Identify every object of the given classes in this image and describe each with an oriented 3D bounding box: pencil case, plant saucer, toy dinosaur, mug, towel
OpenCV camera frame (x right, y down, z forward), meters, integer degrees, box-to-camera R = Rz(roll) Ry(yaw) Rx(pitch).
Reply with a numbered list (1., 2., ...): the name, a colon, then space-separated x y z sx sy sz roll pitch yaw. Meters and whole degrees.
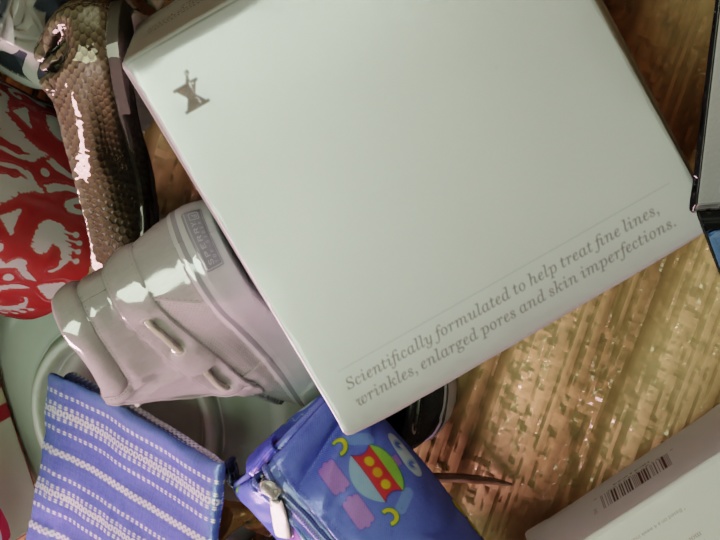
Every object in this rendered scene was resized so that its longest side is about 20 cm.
1. pencil case: 0.022 0.146 1.372 0.200 0.087 0.078 50 128 8
2. plant saucer: -0.116 0.071 1.499 0.199 0.050 0.201 8 112 19
3. toy dinosaur: -0.032 0.136 1.480 0.200 0.106 0.061 -36 71 33
4. mug: -0.227 -0.073 1.405 0.133 0.199 0.179 -19 61 41
5. towel: -0.130 0.166 1.445 0.144 0.024 0.201 25 110 45

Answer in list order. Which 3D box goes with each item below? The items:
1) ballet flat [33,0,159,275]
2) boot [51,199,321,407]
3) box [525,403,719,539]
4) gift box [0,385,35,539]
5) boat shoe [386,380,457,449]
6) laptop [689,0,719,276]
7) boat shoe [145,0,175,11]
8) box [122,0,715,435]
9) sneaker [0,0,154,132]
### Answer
1. ballet flat: -0.126 -0.044 1.374 0.046 0.068 0.201 -1 130 3
2. boot: -0.082 0.032 1.377 0.095 0.200 0.074 -26 63 6
3. box: 0.184 0.184 1.371 0.124 0.097 0.201 -32 95 4
4. gift box: -0.290 0.106 1.482 0.186 0.200 0.186 -10 108 37
5. boat shoe: 0.000 0.000 1.416 0.069 0.066 0.201 -1 109 22
6. laptop: 0.250 -0.039 1.222 0.186 0.116 0.201 -4 113 -22
7. boat shoe: -0.025 -0.182 1.363 0.076 0.072 0.200 38 121 -13
8. box: 0.026 -0.068 1.302 0.198 0.131 0.201 -29 101 5
9. sneaker: -0.183 -0.151 1.392 0.129 0.199 0.080 23 77 44
